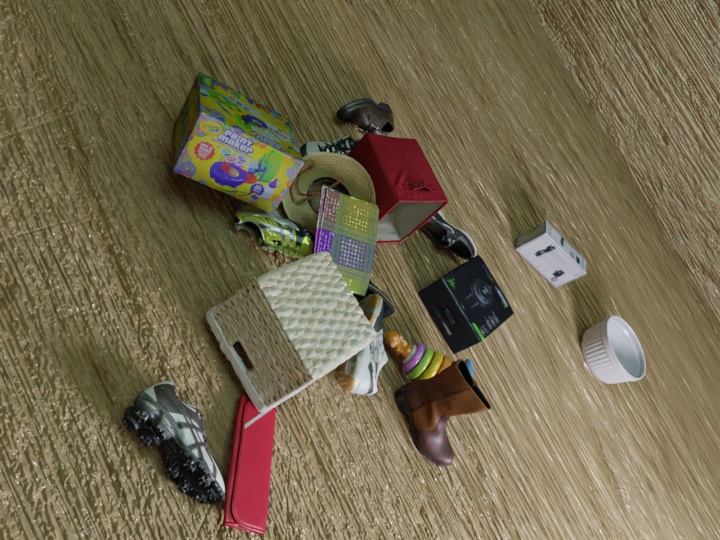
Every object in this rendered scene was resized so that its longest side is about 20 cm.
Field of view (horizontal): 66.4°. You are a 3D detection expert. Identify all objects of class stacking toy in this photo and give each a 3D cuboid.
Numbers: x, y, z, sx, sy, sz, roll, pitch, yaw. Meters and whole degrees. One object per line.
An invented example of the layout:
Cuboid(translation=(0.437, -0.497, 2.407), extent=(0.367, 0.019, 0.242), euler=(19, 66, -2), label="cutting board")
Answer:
Cuboid(translation=(0.130, 0.197, 1.167), extent=(0.199, 0.110, 0.116), euler=(38, 30, -4), label="stacking toy")

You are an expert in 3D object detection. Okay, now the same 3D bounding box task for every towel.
Cuboid(translation=(-0.031, -0.059, 1.089), extent=(0.142, 0.023, 0.202), euler=(16, 73, -32), label="towel")

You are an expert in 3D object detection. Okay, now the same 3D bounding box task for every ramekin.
Cuboid(translation=(0.769, 0.250, 1.685), extent=(0.199, 0.105, 0.202), euler=(20, 54, -31), label="ramekin")

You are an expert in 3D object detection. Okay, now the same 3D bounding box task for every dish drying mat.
Cuboid(translation=(-0.170, 0.300, 0.867), extent=(0.077, 0.018, 0.202), euler=(34, 39, -36), label="dish drying mat")

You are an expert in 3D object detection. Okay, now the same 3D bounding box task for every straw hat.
Cuboid(translation=(-0.069, -0.154, 1.185), extent=(0.198, 0.085, 0.204), euler=(0, 89, -4), label="straw hat")

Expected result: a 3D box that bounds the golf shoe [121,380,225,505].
Cuboid(translation=(-0.250, 0.249, 0.807), extent=(0.201, 0.077, 0.095), euler=(59, 27, -14), label="golf shoe")

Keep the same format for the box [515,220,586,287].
Cuboid(translation=(0.585, -0.048, 1.688), extent=(0.199, 0.116, 0.060), euler=(38, 46, -17), label="box")

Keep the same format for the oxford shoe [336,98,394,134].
Cuboid(translation=(0.022, -0.391, 1.423), extent=(0.199, 0.072, 0.085), euler=(-9, 74, -44), label="oxford shoe")

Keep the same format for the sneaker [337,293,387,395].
Cuboid(translation=(0.016, 0.149, 1.098), extent=(0.087, 0.075, 0.202), euler=(29, 68, -33), label="sneaker")

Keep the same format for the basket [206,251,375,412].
Cuboid(translation=(-0.116, 0.097, 0.942), extent=(0.199, 0.160, 0.199), euler=(-25, 81, -51), label="basket")

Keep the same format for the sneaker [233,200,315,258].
Cuboid(translation=(-0.160, -0.062, 1.076), extent=(0.199, 0.075, 0.077), euler=(33, 56, -5), label="sneaker")

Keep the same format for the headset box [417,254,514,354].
Cuboid(translation=(0.255, 0.081, 1.338), extent=(0.199, 0.093, 0.175), euler=(-25, 83, -46), label="headset box")

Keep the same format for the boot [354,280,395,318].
Cuboid(translation=(0.000, 0.000, 1.178), extent=(0.199, 0.077, 0.139), euler=(37, 42, -21), label="boot")

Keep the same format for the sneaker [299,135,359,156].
Cuboid(translation=(-0.057, -0.278, 1.265), extent=(0.199, 0.087, 0.076), euler=(-14, 77, -43), label="sneaker")

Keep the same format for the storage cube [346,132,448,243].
Cuboid(translation=(0.059, -0.182, 1.247), extent=(0.170, 0.200, 0.181), euler=(-7, 65, -42), label="storage cube")

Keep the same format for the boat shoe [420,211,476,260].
Cuboid(translation=(0.216, -0.094, 1.420), extent=(0.200, 0.074, 0.060), euler=(46, 44, -6), label="boat shoe")

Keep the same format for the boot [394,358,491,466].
Cuboid(translation=(0.181, 0.283, 1.077), extent=(0.068, 0.199, 0.190), euler=(-17, 77, -45), label="boot")

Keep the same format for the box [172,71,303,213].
Cuboid(translation=(-0.231, -0.239, 1.027), extent=(0.199, 0.122, 0.193), euler=(22, 28, -30), label="box")
